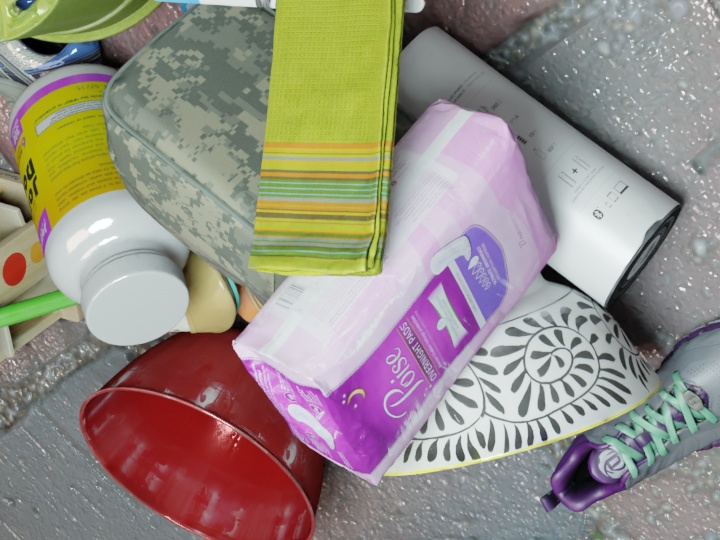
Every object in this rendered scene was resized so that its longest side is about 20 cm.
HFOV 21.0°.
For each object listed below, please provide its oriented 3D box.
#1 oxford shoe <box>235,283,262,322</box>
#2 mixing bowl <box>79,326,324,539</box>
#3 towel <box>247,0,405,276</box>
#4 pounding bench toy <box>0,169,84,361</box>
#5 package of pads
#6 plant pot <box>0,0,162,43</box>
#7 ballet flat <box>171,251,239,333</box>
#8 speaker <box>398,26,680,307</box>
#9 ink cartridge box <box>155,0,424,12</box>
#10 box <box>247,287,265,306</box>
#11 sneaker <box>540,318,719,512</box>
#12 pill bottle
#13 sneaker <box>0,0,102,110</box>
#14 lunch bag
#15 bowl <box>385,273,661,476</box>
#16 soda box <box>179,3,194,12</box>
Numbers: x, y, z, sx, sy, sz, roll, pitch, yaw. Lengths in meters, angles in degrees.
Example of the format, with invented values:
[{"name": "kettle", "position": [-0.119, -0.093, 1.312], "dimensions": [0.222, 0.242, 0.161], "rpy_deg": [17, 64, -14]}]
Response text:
[{"name": "oxford shoe", "position": [-0.085, -0.063, 1.407], "dimensions": [0.072, 0.071, 0.201], "rpy_deg": [-17, 110, 21]}, {"name": "mixing bowl", "position": [-0.102, 0.114, 1.480], "dimensions": [0.199, 0.109, 0.201], "rpy_deg": [21, 147, 14]}, {"name": "towel", "position": [-0.019, -0.097, 1.072], "dimensions": [0.085, 0.018, 0.202], "rpy_deg": [1, 82, 32]}, {"name": "pounding bench toy", "position": [-0.297, 0.016, 1.557], "dimensions": [0.199, 0.156, 0.125], "rpy_deg": [15, 127, 31]}, {"name": "package of pads", "position": [0.026, 0.010, 1.121], "dimensions": [0.075, 0.200, 0.121], "rpy_deg": [26, 158, 38]}, {"name": "plant pot", "position": [-0.220, -0.227, 1.250], "dimensions": [0.198, 0.190, 0.202], "rpy_deg": [2, 108, 7]}, {"name": "ballet flat", "position": [-0.141, 0.022, 1.440], "dimensions": [0.069, 0.063, 0.200], "rpy_deg": [64, 165, -9]}, {"name": "speaker", "position": [0.100, -0.068, 1.228], "dimensions": [0.199, 0.081, 0.082], "rpy_deg": [37, 135, 13]}, {"name": "ink cartridge box", "position": [-0.037, -0.219, 1.145], "dimensions": [0.199, 0.068, 0.117], "rpy_deg": [9, 119, 33]}, {"name": "box", "position": [0.000, 0.000, 1.345], "dimensions": [0.137, 0.040, 0.200], "rpy_deg": [-40, 93, 23]}, {"name": "sneaker", "position": [0.198, 0.105, 1.260], "dimensions": [0.074, 0.087, 0.200], "rpy_deg": [47, 137, 2]}, {"name": "pill bottle", "position": [-0.180, -0.046, 1.369], "dimensions": [0.105, 0.103, 0.201], "rpy_deg": [108, 149, -43]}, {"name": "sneaker", "position": [-0.275, -0.179, 1.475], "dimensions": [0.198, 0.077, 0.086], "rpy_deg": [21, 126, 15]}, {"name": "lunch bag", "position": [-0.060, -0.055, 1.232], "dimensions": [0.199, 0.139, 0.168], "rpy_deg": [37, 155, 20]}, {"name": "bowl", "position": [0.083, 0.053, 1.228], "dimensions": [0.200, 0.200, 0.095], "rpy_deg": [-11, 96, 43]}, {"name": "soda box", "position": [-0.035, -0.212, 1.249], "dimensions": [0.064, 0.068, 0.200], "rpy_deg": [51, 137, 1]}]
